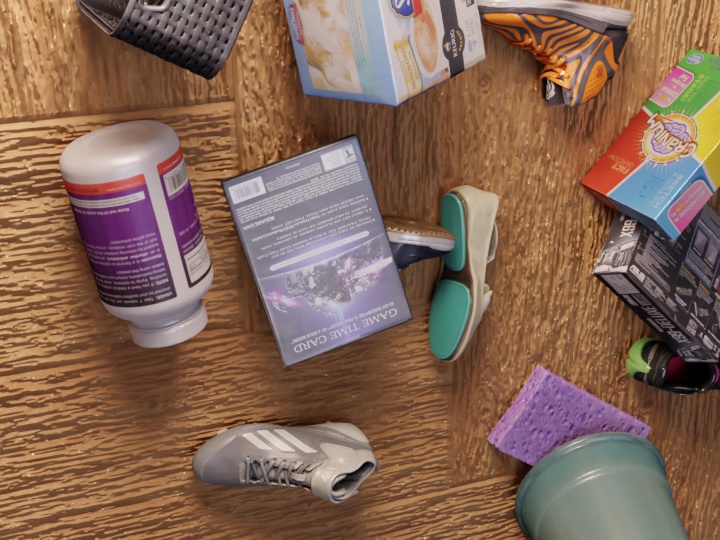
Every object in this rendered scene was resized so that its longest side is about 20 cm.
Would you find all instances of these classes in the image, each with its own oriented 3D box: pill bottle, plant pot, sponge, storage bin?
[{"bbox_3d":[-0.205,-0.032,1.114,0.112,0.112,0.201,-19,116,-16],"label":"pill bottle"},{"bbox_3d":[0.309,0.333,1.404,0.199,0.196,0.201,-7,126,-10],"label":"plant pot"},{"bbox_3d":[0.260,0.202,1.456,0.199,0.030,0.112,28,97,-30],"label":"sponge"},{"bbox_3d":[-0.160,-0.255,0.995,0.093,0.200,0.136,20,101,-28],"label":"storage bin"}]

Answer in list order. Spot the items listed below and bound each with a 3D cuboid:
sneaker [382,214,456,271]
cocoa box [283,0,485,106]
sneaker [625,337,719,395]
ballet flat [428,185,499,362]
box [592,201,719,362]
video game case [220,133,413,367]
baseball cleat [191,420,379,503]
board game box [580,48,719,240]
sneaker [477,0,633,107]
[{"bbox_3d":[0.000,0.000,1.239,0.199,0.070,0.109,2,104,-17],"label":"sneaker"},{"bbox_3d":[0.012,-0.269,1.085,0.131,0.133,0.201,-33,122,-36],"label":"cocoa box"},{"bbox_3d":[0.426,0.127,1.467,0.199,0.084,0.077,-1,111,-23],"label":"sneaker"},{"bbox_3d":[0.120,0.004,1.301,0.069,0.069,0.201,-3,111,-22],"label":"ballet flat"},{"bbox_3d":[0.369,-0.010,1.373,0.200,0.050,0.158,38,65,-31],"label":"box"},{"bbox_3d":[-0.041,-0.018,1.179,0.142,0.019,0.201,-20,108,-8],"label":"video game case"},{"bbox_3d":[-0.077,0.208,1.267,0.199,0.106,0.070,-8,118,-18],"label":"baseball cleat"},{"bbox_3d":[0.354,-0.142,1.292,0.040,0.153,0.200,39,91,-29],"label":"board game box"},{"bbox_3d":[0.195,-0.228,1.232,0.199,0.078,0.113,3,108,-24],"label":"sneaker"}]
